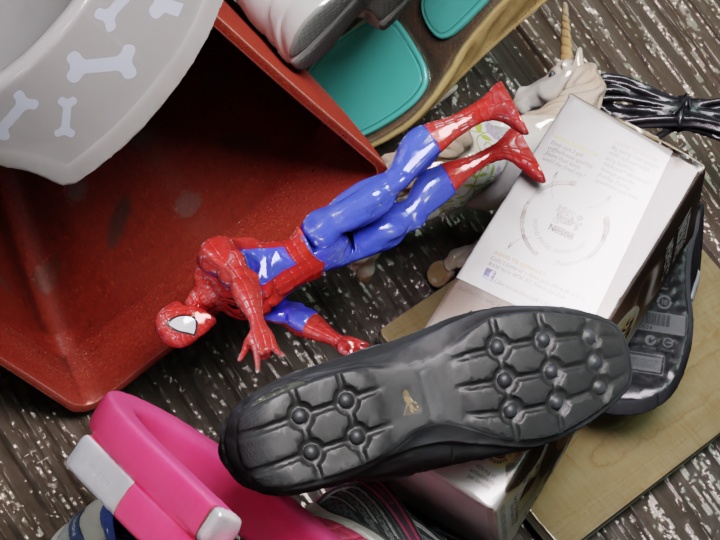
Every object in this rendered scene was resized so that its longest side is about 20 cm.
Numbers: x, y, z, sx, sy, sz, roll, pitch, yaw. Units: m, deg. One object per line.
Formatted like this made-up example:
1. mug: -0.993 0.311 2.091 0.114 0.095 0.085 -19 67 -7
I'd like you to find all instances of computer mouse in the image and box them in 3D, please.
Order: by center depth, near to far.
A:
1. computer mouse: 0.173 -0.007 1.529 0.139 0.046 0.201 4 64 2

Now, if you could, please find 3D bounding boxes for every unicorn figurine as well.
1. unicorn figurine: 0.061 -0.055 1.491 0.074 0.137 0.200 48 20 2

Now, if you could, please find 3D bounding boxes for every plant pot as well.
1. plant pot: -0.141 -0.087 1.375 0.200 0.200 0.177 39 18 -52

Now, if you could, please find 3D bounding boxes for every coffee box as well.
1. coffee box: 0.087 0.028 1.424 0.079 0.113 0.201 29 77 12

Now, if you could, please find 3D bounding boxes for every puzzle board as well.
1. puzzle board: 0.124 0.045 1.535 0.200 0.017 0.151 -33 76 -33

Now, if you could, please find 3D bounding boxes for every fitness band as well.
1. fitness band: -0.051 0.118 1.291 0.143 0.038 0.200 29 7 -42

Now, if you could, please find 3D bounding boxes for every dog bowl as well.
1. dog bowl: -0.151 -0.123 1.240 0.059 0.199 0.201 41 44 -44

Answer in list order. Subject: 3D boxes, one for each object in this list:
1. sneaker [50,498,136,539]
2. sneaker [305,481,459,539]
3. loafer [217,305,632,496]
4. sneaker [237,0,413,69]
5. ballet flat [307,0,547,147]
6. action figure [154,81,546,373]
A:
1. sneaker: -0.063 0.182 1.340 0.199 0.088 0.075 35 54 -1
2. sneaker: 0.052 0.177 1.393 0.200 0.081 0.075 44 43 5
3. loafer: 0.029 0.058 1.323 0.199 0.070 0.069 -13 91 -20
4. sneaker: -0.011 -0.158 1.393 0.080 0.071 0.200 40 24 9
5. ballet flat: 0.045 -0.120 1.509 0.063 0.200 0.069 6 53 -49
6. action figure: 0.000 0.000 1.349 0.199 0.065 0.099 -27 53 0
